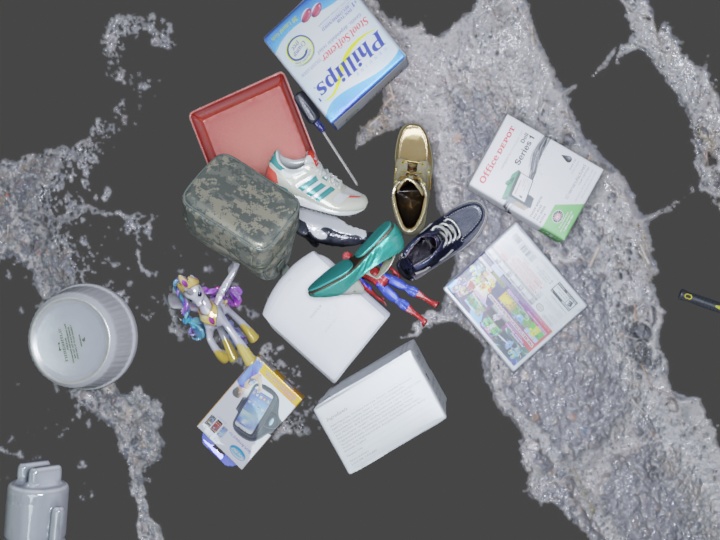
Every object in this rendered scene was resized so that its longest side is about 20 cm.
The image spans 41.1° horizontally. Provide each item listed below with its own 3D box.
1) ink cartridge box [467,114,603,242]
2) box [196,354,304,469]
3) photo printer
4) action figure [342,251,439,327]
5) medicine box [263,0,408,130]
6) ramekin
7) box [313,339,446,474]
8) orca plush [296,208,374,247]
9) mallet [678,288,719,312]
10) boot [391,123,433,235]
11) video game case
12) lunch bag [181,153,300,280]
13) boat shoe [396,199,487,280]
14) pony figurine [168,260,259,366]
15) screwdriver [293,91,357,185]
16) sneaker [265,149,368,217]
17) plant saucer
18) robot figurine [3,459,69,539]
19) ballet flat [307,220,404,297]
[{"bbox_3d":[0.307,-0.164,1.712,0.198,0.084,0.148,30,93,4],"label":"ink cartridge box"},{"bbox_3d":[-0.211,0.272,1.792,0.119,0.041,0.201,41,92,3],"label":"box"},{"bbox_3d":[-0.069,0.078,1.759,0.199,0.069,0.167,41,94,3],"label":"photo printer"},{"bbox_3d":[0.048,0.026,1.759,0.198,0.052,0.066,35,89,9],"label":"action figure"},{"bbox_3d":[-0.041,-0.392,1.732,0.182,0.103,0.201,-41,87,5],"label":"medicine box"},{"bbox_3d":[-0.524,0.126,1.791,0.198,0.094,0.207,0,91,5],"label":"ramekin"},{"bbox_3d":[0.040,0.233,1.687,0.198,0.199,0.132,-31,89,5],"label":"box"},{"bbox_3d":[-0.069,-0.077,1.775,0.196,0.072,0.106,12,48,-5],"label":"orca plush"},{"bbox_3d":[0.668,0.066,1.709,0.197,0.041,0.067,27,95,8],"label":"mallet"},{"bbox_3d":[0.090,-0.165,1.697,0.071,0.155,0.205,4,91,5],"label":"boot"},{"bbox_3d":[0.280,0.048,1.750,0.182,0.023,0.201,-41,88,5],"label":"video game case"},{"bbox_3d":[-0.210,-0.082,1.686,0.198,0.169,0.140,31,60,11],"label":"lunch bag"},{"bbox_3d":[0.152,-0.059,1.710,0.199,0.093,0.075,-42,84,-7],"label":"boat shoe"},{"bbox_3d":[-0.261,0.065,1.735,0.165,0.194,0.202,-31,107,8],"label":"pony figurine"},{"bbox_3d":[-0.057,-0.243,1.767,0.029,0.028,0.201,-42,102,-21],"label":"screwdriver"},{"bbox_3d":[-0.076,-0.161,1.722,0.196,0.071,0.095,13,113,-3],"label":"sneaker"},{"bbox_3d":[-0.193,-0.235,1.783,0.196,0.037,0.203,-22,90,5],"label":"plant saucer"},{"bbox_3d":[-0.606,0.461,1.796,0.168,0.112,0.205,5,92,44],"label":"robot figurine"},{"bbox_3d":[0.000,0.000,1.697,0.199,0.067,0.071,-40,110,0],"label":"ballet flat"}]
